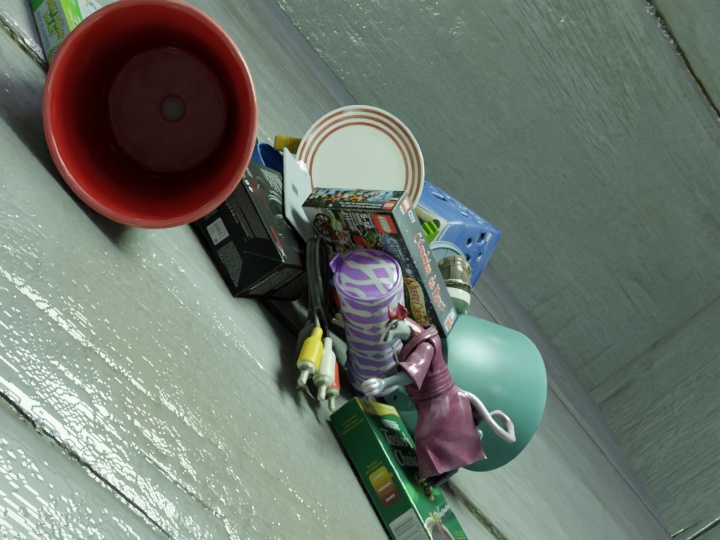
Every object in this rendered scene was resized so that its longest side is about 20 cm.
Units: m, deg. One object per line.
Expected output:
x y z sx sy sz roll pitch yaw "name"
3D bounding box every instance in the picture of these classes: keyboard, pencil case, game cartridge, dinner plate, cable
-0.080 -0.095 1.166 0.056 0.011 0.201 47 16 -26 "keyboard"
0.013 0.065 1.100 0.084 0.084 0.202 25 -37 24 "pencil case"
-0.031 -0.191 1.498 0.195 0.033 0.176 11 6 3 "game cartridge"
-0.002 -0.146 1.387 0.202 0.199 0.024 53 -6 2 "dinner plate"
-0.038 0.061 1.033 0.097 0.049 0.204 53 37 -48 "cable"

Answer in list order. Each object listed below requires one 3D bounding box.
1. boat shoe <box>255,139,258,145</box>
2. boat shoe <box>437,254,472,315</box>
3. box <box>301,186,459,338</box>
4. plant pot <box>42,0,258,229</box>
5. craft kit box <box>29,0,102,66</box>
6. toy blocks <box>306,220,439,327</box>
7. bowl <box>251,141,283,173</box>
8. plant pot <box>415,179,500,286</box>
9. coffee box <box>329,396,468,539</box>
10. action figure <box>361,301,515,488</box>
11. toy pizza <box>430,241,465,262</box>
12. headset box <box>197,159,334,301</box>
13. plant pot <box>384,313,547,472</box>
-0.194 -0.230 1.366 0.075 0.066 0.199 58 13 27 "boat shoe"
0.117 0.030 1.277 0.200 0.070 0.061 95 3 -77 "boat shoe"
0.025 -0.009 1.108 0.038 0.134 0.202 -53 133 -33 "box"
-0.194 -0.155 0.903 0.201 0.200 0.177 50 3 -12 "plant pot"
-0.290 -0.237 1.080 0.197 0.048 0.202 42 16 -51 "craft kit box"
0.000 0.000 1.229 0.135 0.201 0.101 24 23 -36 "toy blocks"
-0.106 -0.106 1.418 0.201 0.039 0.201 51 12 -15 "bowl"
0.082 -0.038 1.495 0.199 0.202 0.179 35 10 26 "plant pot"
0.048 0.240 1.026 0.202 0.044 0.123 60 14 26 "coffee box"
0.080 0.126 1.008 0.134 0.146 0.204 -85 157 -79 "action figure"
0.084 0.046 1.375 0.032 0.202 0.200 33 -3 41 "toy pizza"
-0.114 -0.047 1.113 0.151 0.076 0.199 62 15 13 "headset box"
0.123 0.151 1.236 0.159 0.201 0.202 25 27 -37 "plant pot"
